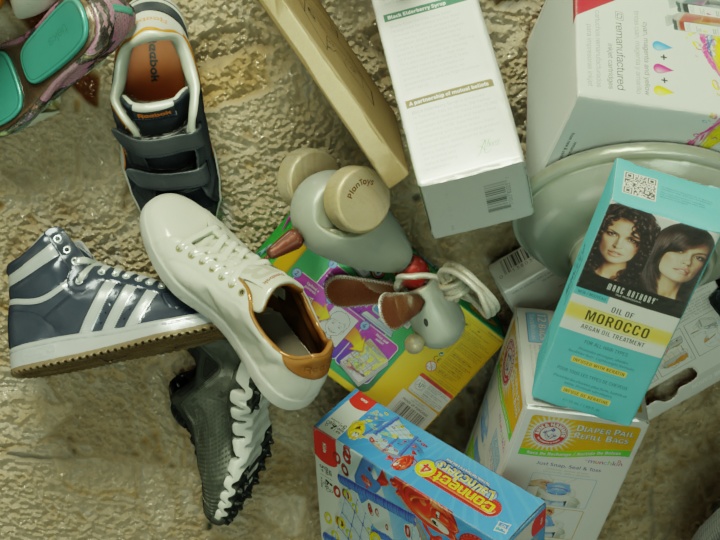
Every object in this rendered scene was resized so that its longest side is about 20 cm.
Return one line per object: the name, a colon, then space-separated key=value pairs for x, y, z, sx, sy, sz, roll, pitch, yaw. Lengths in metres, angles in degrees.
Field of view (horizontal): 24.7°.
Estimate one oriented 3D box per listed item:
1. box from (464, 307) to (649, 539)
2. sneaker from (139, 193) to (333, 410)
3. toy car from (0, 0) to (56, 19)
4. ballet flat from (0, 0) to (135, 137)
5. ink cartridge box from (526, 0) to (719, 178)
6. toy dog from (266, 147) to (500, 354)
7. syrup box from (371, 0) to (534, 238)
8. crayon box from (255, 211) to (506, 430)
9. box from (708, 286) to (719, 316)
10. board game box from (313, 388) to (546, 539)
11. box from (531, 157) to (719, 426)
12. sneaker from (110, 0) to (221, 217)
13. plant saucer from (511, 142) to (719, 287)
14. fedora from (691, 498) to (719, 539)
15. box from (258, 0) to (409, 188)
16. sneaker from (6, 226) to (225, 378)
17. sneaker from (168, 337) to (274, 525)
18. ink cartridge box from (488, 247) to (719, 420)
box: x=0.154 y=0.142 z=1.346 sx=0.100 sy=0.113 sz=0.201 roll=8 pitch=133 yaw=-7
sneaker: x=-0.087 y=0.005 z=1.239 sx=0.200 sy=0.073 sz=0.085 roll=47 pitch=142 yaw=12
toy car: x=-0.303 y=-0.257 z=1.169 sx=0.173 sy=0.150 sz=0.202 roll=-1 pitch=112 yaw=-3
ballet flat: x=-0.242 y=-0.150 z=1.251 sx=0.199 sy=0.071 sz=0.070 roll=-28 pitch=75 yaw=35
ink cartridge box: x=0.236 y=-0.136 z=1.232 sx=0.198 sy=0.147 sz=0.145 roll=7 pitch=150 yaw=-8
toy dog: x=0.000 y=0.000 z=1.252 sx=0.200 sy=0.132 sz=0.096 roll=46 pitch=76 yaw=-8
syrup box: x=0.065 y=-0.134 z=1.215 sx=0.081 sy=0.202 sz=0.079 roll=-14 pitch=151 yaw=4
crayon box: x=0.008 y=0.033 z=1.354 sx=0.199 sy=0.058 sz=0.119 roll=38 pitch=104 yaw=-16
box: x=0.413 y=0.027 z=1.371 sx=0.199 sy=0.044 sz=0.161 roll=33 pitch=106 yaw=-26
board game box: x=0.055 y=0.225 z=1.341 sx=0.056 sy=0.195 sz=0.201 roll=-37 pitch=140 yaw=-34
box: x=0.190 y=0.020 z=1.186 sx=0.081 sy=0.049 sz=0.201 roll=17 pitch=132 yaw=1
sneaker: x=-0.154 y=-0.106 z=1.279 sx=0.078 sy=0.080 sz=0.202 roll=-10 pitch=113 yaw=-1
plant saucer: x=0.211 y=-0.023 z=1.235 sx=0.198 sy=0.051 sz=0.201 roll=3 pitch=151 yaw=2
fedora: x=0.368 y=0.232 z=1.439 sx=0.175 sy=0.091 sz=0.201 roll=14 pitch=122 yaw=-7
box: x=-0.030 y=-0.168 z=1.216 sx=0.021 sy=0.164 sz=0.201 roll=-32 pitch=110 yaw=10
sneaker: x=-0.188 y=0.014 z=1.302 sx=0.198 sy=0.070 sz=0.110 roll=-12 pitch=77 yaw=3
sneaker: x=-0.120 y=0.125 z=1.381 sx=0.090 sy=0.066 sz=0.202 roll=24 pitch=128 yaw=16
ink cartridge box: x=0.222 y=0.036 z=1.387 sx=0.160 sy=0.050 sz=0.201 roll=-30 pitch=124 yaw=7
